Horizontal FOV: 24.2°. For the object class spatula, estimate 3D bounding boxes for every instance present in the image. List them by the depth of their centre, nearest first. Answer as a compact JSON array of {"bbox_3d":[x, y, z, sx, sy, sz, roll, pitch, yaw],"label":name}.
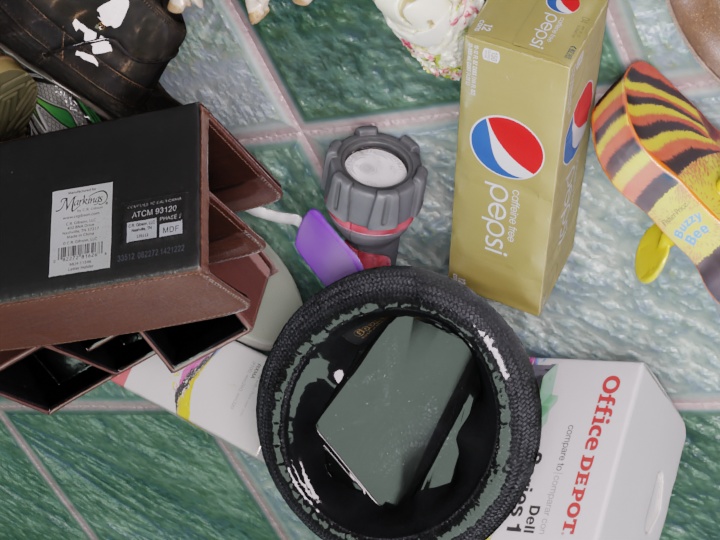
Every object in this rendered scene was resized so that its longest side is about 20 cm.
[{"bbox_3d":[-0.073,-0.046,1.069,0.199,0.021,0.057,36,148,5],"label":"spatula"}]

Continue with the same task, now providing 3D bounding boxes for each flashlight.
[{"bbox_3d":[0.000,0.000,1.107,0.067,0.068,0.201,-7,137,-16],"label":"flashlight"}]

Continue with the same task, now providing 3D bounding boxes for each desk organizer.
[{"bbox_3d":[-0.159,0.037,1.121,0.199,0.077,0.072,-29,113,23],"label":"desk organizer"}]

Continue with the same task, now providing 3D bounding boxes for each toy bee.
[{"bbox_3d":[0.207,-0.025,0.916,0.198,0.109,0.132,22,139,12],"label":"toy bee"}]

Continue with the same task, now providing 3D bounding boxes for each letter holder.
[{"bbox_3d":[-0.156,-0.010,1.001,0.198,0.102,0.142,-9,159,18],"label":"letter holder"}]

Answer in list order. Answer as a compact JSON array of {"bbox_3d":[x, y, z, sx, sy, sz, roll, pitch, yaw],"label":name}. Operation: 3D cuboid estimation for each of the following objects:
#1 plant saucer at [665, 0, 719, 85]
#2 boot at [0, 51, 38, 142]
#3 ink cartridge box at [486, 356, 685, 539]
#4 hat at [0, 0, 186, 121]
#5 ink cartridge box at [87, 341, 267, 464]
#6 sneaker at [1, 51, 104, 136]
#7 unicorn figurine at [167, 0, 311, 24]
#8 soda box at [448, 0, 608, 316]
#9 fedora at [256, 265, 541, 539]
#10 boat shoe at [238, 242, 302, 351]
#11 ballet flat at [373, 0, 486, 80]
[{"bbox_3d":[0.245,-0.147,0.820,0.198,0.032,0.201,19,139,17],"label":"plant saucer"},{"bbox_3d":[-0.292,-0.145,1.044,0.200,0.066,0.175,47,156,6],"label":"boot"},{"bbox_3d":[0.099,0.137,1.118,0.198,0.146,0.084,0,147,34],"label":"ink cartridge box"},{"bbox_3d":[-0.166,-0.162,1.019,0.200,0.201,0.081,36,105,-4],"label":"hat"},{"bbox_3d":[-0.084,0.093,1.207,0.199,0.068,0.116,23,173,27],"label":"ink cartridge box"},{"bbox_3d":[-0.205,-0.104,1.109,0.199,0.086,0.078,35,173,-2],"label":"sneaker"},{"bbox_3d":[-0.096,-0.214,0.959,0.198,0.074,0.139,0,124,15],"label":"unicorn figurine"},{"bbox_3d":[0.094,-0.069,0.975,0.063,0.068,0.201,18,140,16],"label":"soda box"},{"bbox_3d":[0.034,0.085,1.057,0.198,0.091,0.203,7,107,24],"label":"fedora"},{"bbox_3d":[-0.128,-0.011,1.197,0.200,0.070,0.072,39,152,-1],"label":"boat shoe"},{"bbox_3d":[0.031,-0.176,0.906,0.075,0.064,0.201,32,144,28],"label":"ballet flat"}]
